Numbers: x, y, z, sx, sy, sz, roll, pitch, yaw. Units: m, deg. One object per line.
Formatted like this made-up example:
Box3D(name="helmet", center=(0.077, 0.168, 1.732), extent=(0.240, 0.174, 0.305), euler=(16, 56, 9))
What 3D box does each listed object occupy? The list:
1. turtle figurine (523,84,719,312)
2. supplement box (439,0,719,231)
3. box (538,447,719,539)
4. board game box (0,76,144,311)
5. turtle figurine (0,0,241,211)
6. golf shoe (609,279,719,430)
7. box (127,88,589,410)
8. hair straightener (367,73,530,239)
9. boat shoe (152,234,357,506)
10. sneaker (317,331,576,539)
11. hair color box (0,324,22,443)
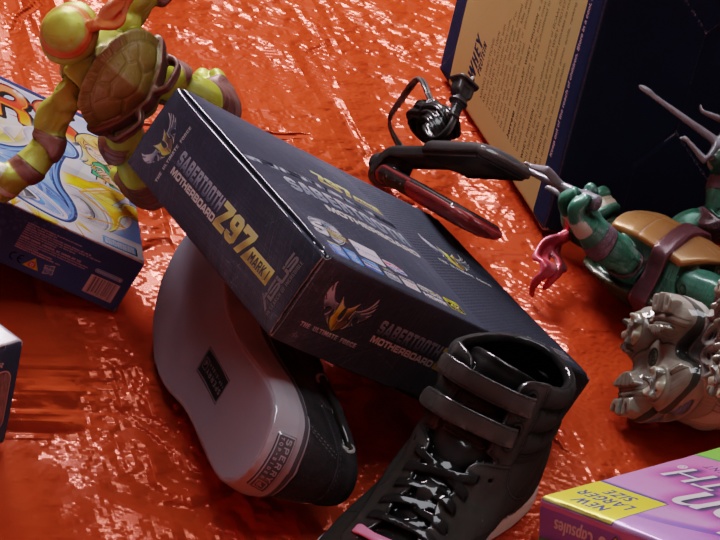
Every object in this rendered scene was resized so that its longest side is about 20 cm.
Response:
Box3D(name="turtle figurine", center=(0.173, -0.017, 1.373), extent=(0.199, 0.101, 0.149), euler=(30, 42, 27))
Box3D(name="supplement box", center=(0.156, -0.155, 1.499), extent=(0.133, 0.201, 0.200), euler=(2, 30, -20))
Box3D(name="box", center=(0.204, 0.139, 1.069), extent=(0.199, 0.097, 0.175), euler=(-12, 18, -36))
Box3D(name="board game box", center=(-0.208, -0.064, 1.300), extent=(0.199, 0.035, 0.136), euler=(24, 25, -23))
Box3D(name="turtle figurine", center=(-0.112, -0.100, 1.249), extent=(0.064, 0.201, 0.161), euler=(26, -8, 27))
Box3D(name="golf shoe", center=(0.205, 0.044, 1.236), extent=(0.097, 0.079, 0.200), euler=(16, -8, -20))
Box3D(name="box", center=(0.000, 0.000, 1.242), extent=(0.199, 0.051, 0.158), euler=(26, 15, -43))
Box3D(name="hair straightener", center=(0.050, -0.068, 1.398), extent=(0.041, 0.077, 0.200), euler=(26, 1, -16))
Box3D(name="boat shoe", center=(-0.046, 0.047, 1.218), extent=(0.066, 0.070, 0.200), euler=(25, 16, -28))
Box3D(name="sneaker", center=(0.032, 0.091, 1.133), extent=(0.070, 0.100, 0.200), euler=(26, 33, 18))
Box3D(name="hair color box", center=(-0.259, 0.020, 1.175), extent=(0.200, 0.061, 0.100), euler=(33, 34, 32))
